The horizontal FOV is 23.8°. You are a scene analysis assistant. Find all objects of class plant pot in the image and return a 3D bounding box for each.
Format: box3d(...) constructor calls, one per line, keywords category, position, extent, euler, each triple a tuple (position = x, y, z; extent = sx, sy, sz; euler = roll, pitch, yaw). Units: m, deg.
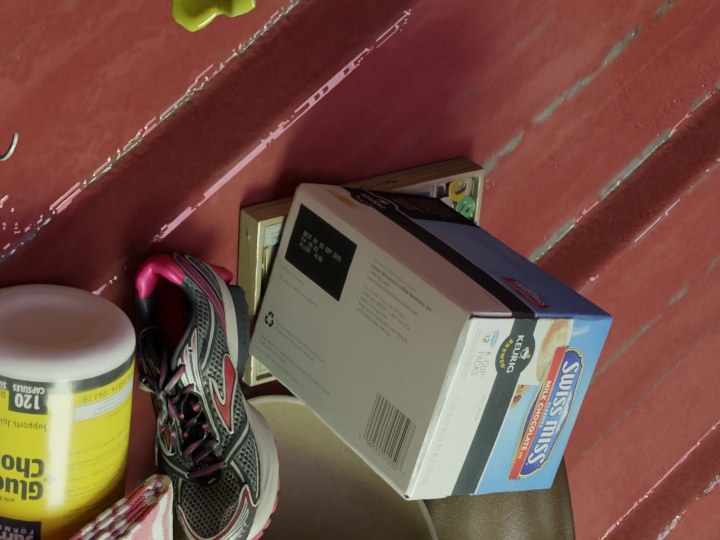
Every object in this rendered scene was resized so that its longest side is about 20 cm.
box3d(category="plant pot", position=(0.085, 0.168, 1.311), extent=(0.186, 0.186, 0.202), euler=(-5, 104, -36))

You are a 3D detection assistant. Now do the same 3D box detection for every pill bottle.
box3d(category="pill bottle", position=(-0.203, 0.119, 1.081), extent=(0.111, 0.112, 0.202), euler=(-10, 120, -34))

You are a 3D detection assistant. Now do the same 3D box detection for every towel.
box3d(category="towel", position=(-0.188, 0.227, 1.065), extent=(0.200, 0.030, 0.147), euler=(-37, 153, -30))

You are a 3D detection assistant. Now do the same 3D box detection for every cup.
box3d(category="cup", position=(-0.062, 0.212, 1.214), extent=(0.199, 0.201, 0.143), euler=(6, 139, -40))

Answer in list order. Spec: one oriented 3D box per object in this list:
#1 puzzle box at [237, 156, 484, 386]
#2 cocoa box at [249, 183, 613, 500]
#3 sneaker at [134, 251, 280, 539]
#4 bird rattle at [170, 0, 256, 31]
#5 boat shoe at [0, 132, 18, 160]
box3d(category="puzzle box", position=(0.000, 0.000, 1.234), extent=(0.199, 0.025, 0.134), euler=(-15, 124, -32))
box3d(category="cocoa box", position=(0.043, 0.043, 1.135), extent=(0.130, 0.200, 0.134), euler=(3, 113, -40))
box3d(category="sneaker", position=(-0.109, 0.087, 1.096), extent=(0.080, 0.202, 0.075), euler=(-21, 159, 20))
box3d(category="bird rattle", position=(-0.118, -0.237, 0.958), extent=(0.162, 0.113, 0.202), euler=(-9, 118, -15))
box3d(category="boat shoe", position=(-0.242, -0.062, 0.972), extent=(0.061, 0.075, 0.201), euler=(8, 111, -39))
